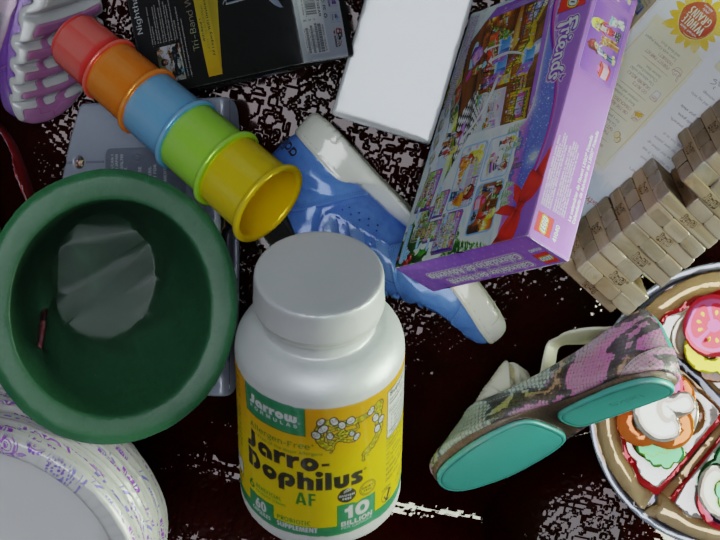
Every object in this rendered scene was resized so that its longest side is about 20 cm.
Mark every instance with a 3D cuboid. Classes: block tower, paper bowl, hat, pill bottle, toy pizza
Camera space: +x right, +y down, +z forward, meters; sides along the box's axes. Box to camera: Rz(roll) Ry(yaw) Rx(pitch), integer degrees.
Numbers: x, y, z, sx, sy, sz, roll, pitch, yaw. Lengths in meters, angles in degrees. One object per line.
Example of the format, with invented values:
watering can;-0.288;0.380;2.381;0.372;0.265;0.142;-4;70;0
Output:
block tower;0.221;-0.054;1.317;0.058;0.054;0.200;39;109;-24
paper bowl;-0.227;0.162;1.359;0.199;0.105;0.202;7;122;11
hat;-0.178;0.003;1.355;0.164;0.176;0.202;3;95;-14
pill bottle;-0.027;0.077;1.322;0.112;0.113;0.201;2;131;1
toy pizza;0.257;0.095;1.381;0.198;0.032;0.202;0;95;1

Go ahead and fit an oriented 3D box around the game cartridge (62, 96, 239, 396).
game cartridge;-0.146;-0.016;1.374;0.132;0.040;0.202;1;90;23

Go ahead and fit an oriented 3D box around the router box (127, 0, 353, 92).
router box;-0.093;-0.225;1.332;0.157;0.052;0.202;-6;96;43

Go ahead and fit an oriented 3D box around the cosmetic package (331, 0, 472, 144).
cosmetic package;0.043;-0.191;1.351;0.071;0.101;0.201;16;94;0

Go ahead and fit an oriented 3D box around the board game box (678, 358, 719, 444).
board game box;0.311;0.054;1.403;0.198;0.023;0.106;-12;96;2

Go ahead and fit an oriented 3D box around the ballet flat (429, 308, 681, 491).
ballet flat;0.130;0.085;1.377;0.199;0.069;0.072;-30;52;30

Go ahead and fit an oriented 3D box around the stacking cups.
stacking cups;-0.124;-0.103;1.316;0.200;0.060;0.061;43;95;24

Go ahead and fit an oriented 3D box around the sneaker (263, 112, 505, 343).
sneaker;0.000;0.000;1.378;0.111;0.077;0.200;-44;92;3

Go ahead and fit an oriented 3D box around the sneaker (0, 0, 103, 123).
sneaker;-0.231;-0.203;1.372;0.088;0.080;0.202;16;113;32

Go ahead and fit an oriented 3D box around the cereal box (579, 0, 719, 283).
cereal box;0.210;-0.106;1.342;0.144;0.040;0.200;36;110;-20

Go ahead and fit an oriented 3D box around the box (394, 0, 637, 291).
box;0.102;-0.091;1.304;0.039;0.136;0.201;29;66;-28
